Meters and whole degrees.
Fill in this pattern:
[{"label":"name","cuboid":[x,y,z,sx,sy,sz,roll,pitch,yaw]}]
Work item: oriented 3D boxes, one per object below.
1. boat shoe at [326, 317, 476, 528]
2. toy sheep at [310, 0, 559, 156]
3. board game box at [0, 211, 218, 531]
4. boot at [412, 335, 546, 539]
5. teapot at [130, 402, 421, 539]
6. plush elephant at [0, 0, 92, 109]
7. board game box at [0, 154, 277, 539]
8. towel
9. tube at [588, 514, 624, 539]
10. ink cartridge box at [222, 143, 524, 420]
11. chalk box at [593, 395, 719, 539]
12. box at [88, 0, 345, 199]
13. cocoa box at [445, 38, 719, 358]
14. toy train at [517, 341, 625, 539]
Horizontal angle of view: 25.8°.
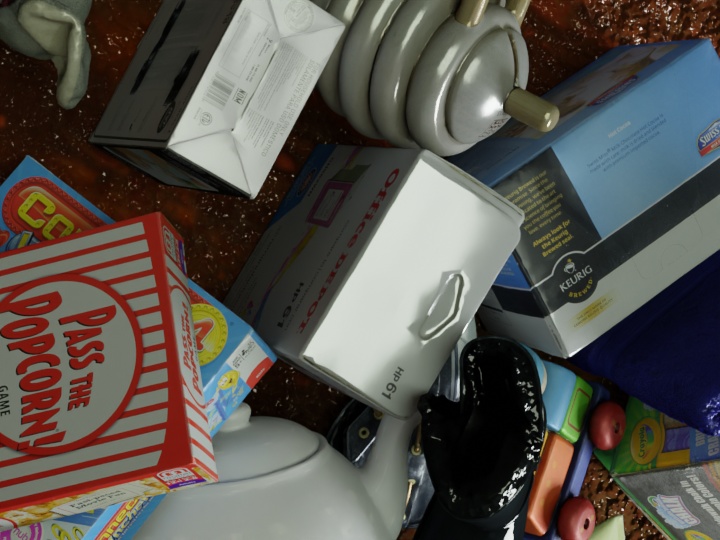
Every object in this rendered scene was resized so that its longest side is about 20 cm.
[{"label":"boat shoe","cuboid":[0.025,0.085,1.080,0.090,0.071,0.201,-5,99,-24]},{"label":"toy sheep","cuboid":[0.037,-0.137,0.951,0.138,0.200,0.138,-34,142,-31]},{"label":"board game box","cuboid":[-0.190,0.065,0.889,0.199,0.046,0.152,-15,67,7]},{"label":"boot","cuboid":[0.063,0.146,0.930,0.076,0.168,0.201,14,81,12]},{"label":"teapot","cuboid":[-0.078,0.156,0.992,0.200,0.197,0.147,-21,105,-50]},{"label":"plush elephant","cuboid":[-0.227,-0.179,0.930,0.199,0.165,0.155,-12,143,12]},{"label":"board game box","cuboid":[-0.188,0.064,0.945,0.200,0.056,0.196,35,80,22]},{"label":"towel","cuboid":[0.231,0.038,1.086,0.148,0.200,0.050,-40,117,-11]},{"label":"tube","cuboid":[0.112,0.240,1.147,0.199,0.052,0.058,-13,141,-22]},{"label":"ink cartridge box","cuboid":[0.000,0.000,0.994,0.084,0.200,0.145,32,84,-21]},{"label":"chalk box","cuboid":[0.266,0.123,1.125,0.124,0.199,0.124,46,49,-30]},{"label":"box","cuboid":[-0.092,-0.111,0.949,0.060,0.200,0.117,29,83,-22]},{"label":"cocoa box","cuboid":[0.161,-0.055,1.085,0.200,0.133,0.132,-34,105,-14]},{"label":"toy train","cuboid":[0.099,0.153,1.064,0.116,0.084,0.201,37,69,-50]}]
